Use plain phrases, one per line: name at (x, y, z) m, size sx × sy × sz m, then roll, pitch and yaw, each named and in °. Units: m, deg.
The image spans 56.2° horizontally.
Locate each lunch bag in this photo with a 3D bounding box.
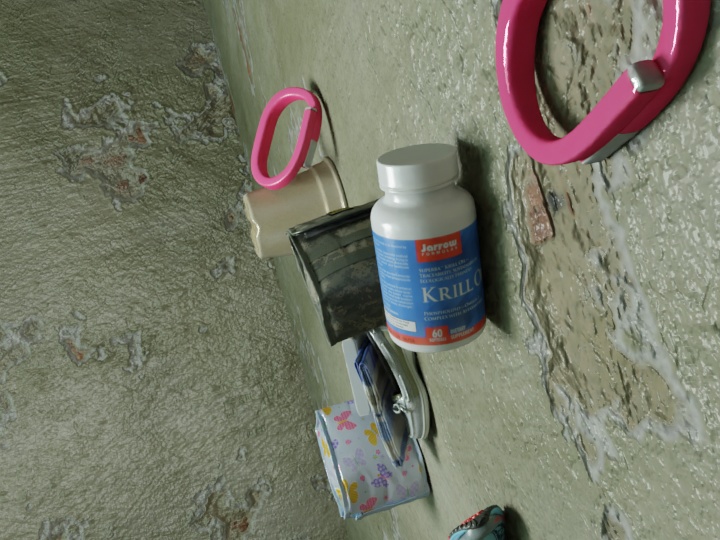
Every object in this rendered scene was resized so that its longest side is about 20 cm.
lunch bag at (-0.005, -0.023, 0.927) m, size 0.201 × 0.163 × 0.118 m, roll -118°, pitch 13°, yaw -44°
lunch bag at (0.017, 0.345, 1.245) m, size 0.128 × 0.168 × 0.201 m, roll 95°, pitch 156°, yaw -54°

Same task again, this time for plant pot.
plant pot at (-0.133, -0.109, 1.358) m, size 0.200 × 0.182 × 0.202 m, roll 165°, pitch 90°, yaw -77°

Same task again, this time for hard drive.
hard drive at (0.012, 0.155, 1.197) m, size 0.200 × 0.026 × 0.133 m, roll -48°, pitch -54°, yaw -74°

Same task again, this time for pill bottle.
pill bottle at (0.070, -0.025, 0.713) m, size 0.112 × 0.111 × 0.201 m, roll -131°, pitch 28°, yaw -64°

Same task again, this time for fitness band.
fitness band at (0.140, -0.151, 0.432) m, size 0.200 × 0.037 × 0.145 m, roll 119°, pitch 136°, yaw -71°
fitness band at (-0.144, -0.252, 1.281) m, size 0.143 × 0.037 × 0.202 m, roll 9°, pitch 82°, yaw 39°

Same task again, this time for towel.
towel at (0.044, 0.209, 1.133) m, size 0.147 × 0.024 × 0.201 m, roll -59°, pitch -49°, yaw -68°

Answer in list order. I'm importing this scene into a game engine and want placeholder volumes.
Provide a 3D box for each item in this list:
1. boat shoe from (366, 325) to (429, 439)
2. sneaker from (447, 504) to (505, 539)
boat shoe at (0.062, 0.177, 1.093) m, size 0.074 × 0.064 × 0.204 m, roll 175°, pitch 80°, yaw -78°
sneaker at (0.171, 0.375, 0.854) m, size 0.096 × 0.079 × 0.201 m, roll 49°, pitch 161°, yaw 43°
